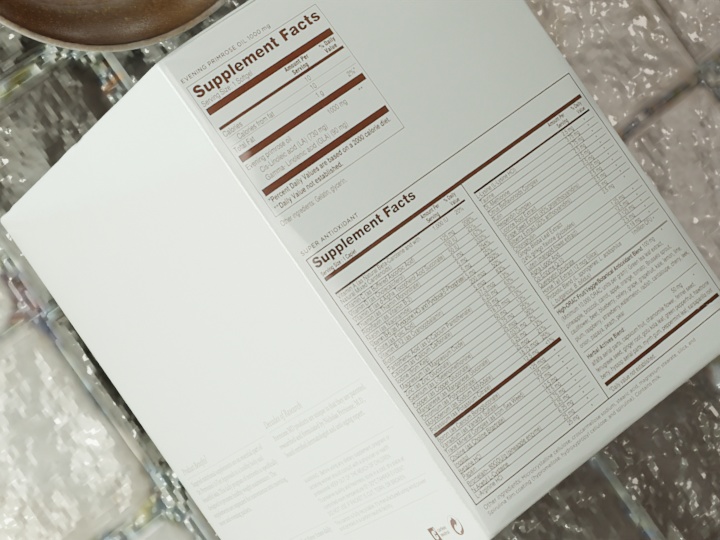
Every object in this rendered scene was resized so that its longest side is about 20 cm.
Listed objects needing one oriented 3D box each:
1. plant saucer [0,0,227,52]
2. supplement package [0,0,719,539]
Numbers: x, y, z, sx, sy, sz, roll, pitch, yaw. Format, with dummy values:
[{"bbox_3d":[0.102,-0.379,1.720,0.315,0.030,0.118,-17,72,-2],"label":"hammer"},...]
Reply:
[{"bbox_3d":[-0.114,-0.188,1.128,0.199,0.032,0.202,0,90,-36],"label":"plant saucer"},{"bbox_3d":[0.000,0.000,1.060,0.147,0.191,0.200,-35,91,-29],"label":"supplement package"}]
